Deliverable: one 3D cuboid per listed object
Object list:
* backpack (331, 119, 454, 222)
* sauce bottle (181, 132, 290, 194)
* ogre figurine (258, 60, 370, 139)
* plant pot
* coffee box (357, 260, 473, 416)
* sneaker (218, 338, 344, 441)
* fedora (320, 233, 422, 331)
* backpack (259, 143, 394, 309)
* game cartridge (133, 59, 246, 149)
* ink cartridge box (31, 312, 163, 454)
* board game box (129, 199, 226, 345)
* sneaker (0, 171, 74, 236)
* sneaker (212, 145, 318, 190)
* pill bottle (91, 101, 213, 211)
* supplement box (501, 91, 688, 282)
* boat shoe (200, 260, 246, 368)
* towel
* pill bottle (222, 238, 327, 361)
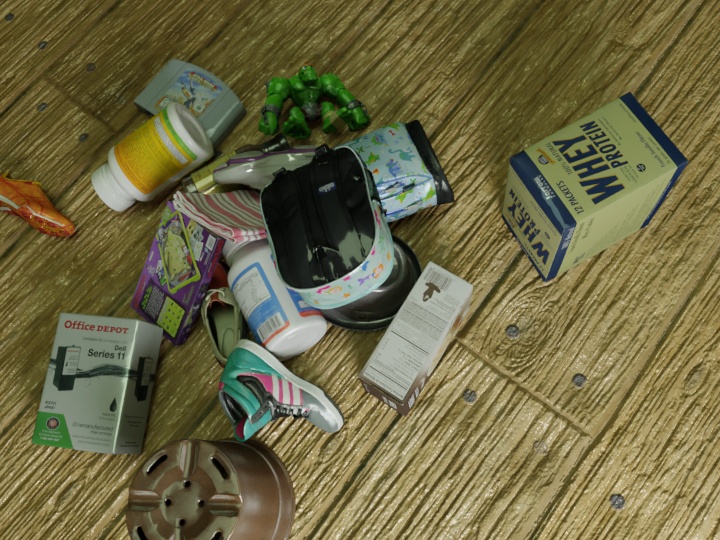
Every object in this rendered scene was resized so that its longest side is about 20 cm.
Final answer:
[{"bbox_3d":[0.032,-0.154,1.050,0.198,0.154,0.165,-26,61,11],"label":"backpack"},{"bbox_3d":[-0.215,-0.179,1.124,0.198,0.065,0.065,-28,68,-5],"label":"sauce bottle"},{"bbox_3d":[-0.092,-0.298,1.134,0.197,0.098,0.121,-19,65,-4],"label":"ogre figurine"},{"bbox_3d":[-0.203,0.318,0.857,0.196,0.199,0.204,-2,69,6],"label":"plant pot"},{"bbox_3d":[0.084,0.104,0.948,0.079,0.115,0.202,29,76,17],"label":"coffee box"},{"bbox_3d":[-0.126,0.202,0.918,0.199,0.084,0.121,36,54,-3],"label":"sneaker"},{"bbox_3d":[0.000,0.000,1.011,0.197,0.091,0.179,15,71,13],"label":"fedora"},{"bbox_3d":[-0.041,-0.048,0.906,0.175,0.151,0.202,-24,55,11],"label":"backpack"},{"bbox_3d":[-0.320,-0.319,1.208,0.199,0.042,0.134,33,80,18],"label":"game cartridge"},{"bbox_3d":[-0.404,0.173,0.988,0.144,0.083,0.204,3,76,11],"label":"ink cartridge box"},{"bbox_3d":[-0.296,0.004,1.024,0.119,0.032,0.202,33,110,17],"label":"board game box"},{"bbox_3d":[-0.590,-0.124,1.149,0.198,0.073,0.078,28,65,14],"label":"sneaker"},{"bbox_3d":[-0.149,-0.153,1.077,0.196,0.075,0.101,-8,112,-13],"label":"sneaker"},{"bbox_3d":[-0.366,-0.192,1.112,0.198,0.111,0.112,-32,67,11],"label":"pill bottle"},{"bbox_3d":[0.335,-0.116,0.954,0.198,0.200,0.135,-28,67,-3],"label":"supplement box"},{"bbox_3d":[-0.225,0.065,1.031,0.070,0.063,0.203,-18,66,2],"label":"boat shoe"},{"bbox_3d":[-0.182,-0.094,1.020,0.145,0.199,0.030,29,114,27],"label":"towel"},{"bbox_3d":[-0.143,0.031,1.007,0.111,0.113,0.202,-28,68,-4],"label":"pill bottle"}]
